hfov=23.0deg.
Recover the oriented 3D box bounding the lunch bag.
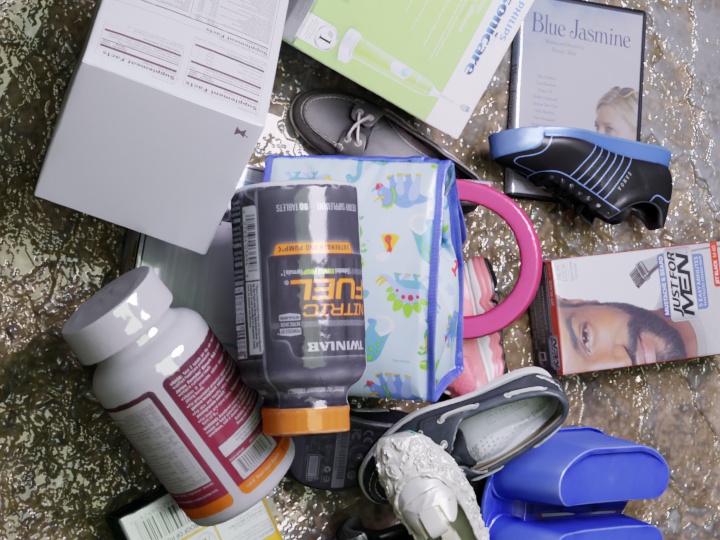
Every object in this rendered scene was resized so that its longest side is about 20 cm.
[{"bbox_3d":[0.000,0.000,1.523,0.168,0.127,0.202,2,104,16],"label":"lunch bag"}]

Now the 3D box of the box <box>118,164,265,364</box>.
[{"bbox_3d":[-0.148,0.002,1.544,0.116,0.060,0.202,13,82,-20],"label":"box"}]

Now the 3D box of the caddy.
[{"bbox_3d":[0.195,0.219,1.640,0.199,0.105,0.143,3,94,-42],"label":"caddy"}]

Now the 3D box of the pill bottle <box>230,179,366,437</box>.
[{"bbox_3d":[-0.048,0.032,1.424,0.105,0.106,0.202,-2,86,-22],"label":"pill bottle"}]

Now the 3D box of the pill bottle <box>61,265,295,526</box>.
[{"bbox_3d":[-0.150,0.102,1.447,0.109,0.109,0.201,-41,107,-19],"label":"pill bottle"}]

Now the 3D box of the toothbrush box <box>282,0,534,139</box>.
[{"bbox_3d":[0.032,-0.230,1.575,0.199,0.086,0.146,25,96,-32],"label":"toothbrush box"}]

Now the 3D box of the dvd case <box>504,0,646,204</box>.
[{"bbox_3d":[0.211,-0.164,1.725,0.141,0.018,0.202,6,84,-21],"label":"dvd case"}]

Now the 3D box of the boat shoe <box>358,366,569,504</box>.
[{"bbox_3d":[0.091,0.149,1.556,0.199,0.060,0.076,-33,108,-1],"label":"boat shoe"}]

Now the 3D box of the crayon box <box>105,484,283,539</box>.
[{"bbox_3d":[-0.121,0.275,1.542,0.125,0.052,0.201,-27,96,-22],"label":"crayon box"}]

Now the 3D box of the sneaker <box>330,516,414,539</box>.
[{"bbox_3d":[0.057,0.272,1.583,0.198,0.080,0.087,12,114,-22],"label":"sneaker"}]

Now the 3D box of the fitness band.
[{"bbox_3d":[0.064,-0.011,1.588,0.198,0.037,0.145,1,93,14],"label":"fitness band"}]

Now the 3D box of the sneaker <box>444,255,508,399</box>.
[{"bbox_3d":[0.093,0.089,1.645,0.086,0.074,0.202,-7,97,8],"label":"sneaker"}]

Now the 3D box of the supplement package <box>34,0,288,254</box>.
[{"bbox_3d":[-0.159,-0.152,1.445,0.150,0.152,0.201,19,42,-12],"label":"supplement package"}]

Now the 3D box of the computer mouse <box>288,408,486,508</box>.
[{"bbox_3d":[0.025,0.188,1.611,0.198,0.046,0.142,-2,106,-10],"label":"computer mouse"}]

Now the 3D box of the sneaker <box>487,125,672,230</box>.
[{"bbox_3d":[0.211,-0.086,1.673,0.198,0.070,0.079,7,78,-22],"label":"sneaker"}]

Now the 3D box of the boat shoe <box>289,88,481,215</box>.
[{"bbox_3d":[0.030,-0.113,1.626,0.199,0.057,0.067,29,77,-18],"label":"boat shoe"}]

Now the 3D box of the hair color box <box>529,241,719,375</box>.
[{"bbox_3d":[0.263,0.036,1.709,0.198,0.064,0.112,-7,90,-21],"label":"hair color box"}]

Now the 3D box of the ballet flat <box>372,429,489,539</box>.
[{"bbox_3d":[0.078,0.227,1.518,0.072,0.072,0.201,-37,106,-20],"label":"ballet flat"}]
